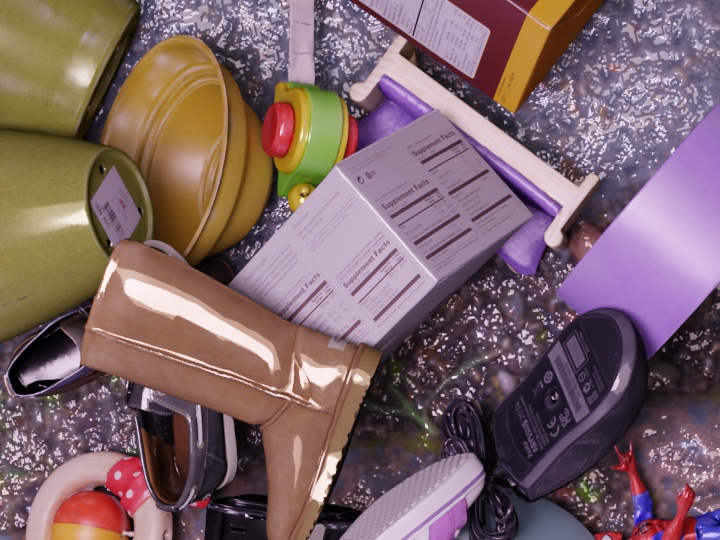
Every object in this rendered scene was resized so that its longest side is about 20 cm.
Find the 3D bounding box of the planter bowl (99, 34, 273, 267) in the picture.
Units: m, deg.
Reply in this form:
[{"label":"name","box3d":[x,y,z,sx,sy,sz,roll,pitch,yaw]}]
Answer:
[{"label":"planter bowl","box3d":[-0.125,-0.076,1.485,0.083,0.200,0.200,12,90,-36]}]

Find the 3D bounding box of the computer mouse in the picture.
[{"label":"computer mouse","box3d":[0.143,0.105,1.372,0.200,0.053,0.139,-47,38,32]}]

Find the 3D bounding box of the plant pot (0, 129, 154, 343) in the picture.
[{"label":"plant pot","box3d":[-0.264,-0.029,1.445,0.200,0.187,0.187,-9,87,25]}]

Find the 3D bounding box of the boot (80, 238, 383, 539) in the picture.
[{"label":"boot","box3d":[-0.102,0.091,1.344,0.200,0.066,0.175,21,99,4]}]

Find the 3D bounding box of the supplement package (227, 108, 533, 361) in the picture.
[{"label":"supplement package","box3d":[0.000,0.000,1.413,0.111,0.156,0.200,49,126,6]}]

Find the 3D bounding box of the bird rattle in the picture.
[{"label":"bird rattle","box3d":[-0.193,0.200,1.502,0.163,0.113,0.200,0,85,24]}]

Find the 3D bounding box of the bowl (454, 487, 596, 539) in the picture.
[{"label":"bowl","box3d":[0.090,0.264,1.425,0.201,0.105,0.201,-1,85,17]}]

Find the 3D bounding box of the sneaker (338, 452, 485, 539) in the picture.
[{"label":"sneaker","box3d":[0.035,0.227,1.360,0.200,0.073,0.114,-43,102,-16]}]

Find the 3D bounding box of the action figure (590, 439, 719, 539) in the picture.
[{"label":"action figure","box3d":[0.266,0.174,1.449,0.200,0.065,0.099,-13,110,7]}]

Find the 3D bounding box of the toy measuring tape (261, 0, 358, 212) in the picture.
[{"label":"toy measuring tape","box3d":[-0.036,-0.139,1.446,0.074,0.074,0.200,0,74,8]}]

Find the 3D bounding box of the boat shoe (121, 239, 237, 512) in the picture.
[{"label":"boat shoe","box3d":[-0.140,0.078,1.396,0.072,0.068,0.200,4,110,39]}]

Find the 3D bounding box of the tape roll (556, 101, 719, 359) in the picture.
[{"label":"tape roll","box3d":[0.239,-0.031,1.398,0.085,0.200,0.200,40,93,6]}]

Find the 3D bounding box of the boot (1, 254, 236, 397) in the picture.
[{"label":"boot","box3d":[-0.190,0.051,1.500,0.200,0.097,0.075,-28,95,6]}]

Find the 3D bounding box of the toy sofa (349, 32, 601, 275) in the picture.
[{"label":"toy sofa","box3d":[0.082,-0.086,1.479,0.200,0.083,0.098,37,92,7]}]

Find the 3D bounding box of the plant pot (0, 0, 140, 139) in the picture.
[{"label":"plant pot","box3d":[-0.282,-0.192,1.489,0.193,0.200,0.200,25,92,-4]}]

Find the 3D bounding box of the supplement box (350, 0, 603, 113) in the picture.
[{"label":"supplement box","box3d":[0.099,-0.269,1.424,0.200,0.133,0.197,35,68,7]}]

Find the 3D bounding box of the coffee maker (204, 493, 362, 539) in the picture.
[{"label":"coffee maker","box3d":[-0.059,0.272,1.416,0.135,0.192,0.200,6,90,-11]}]
